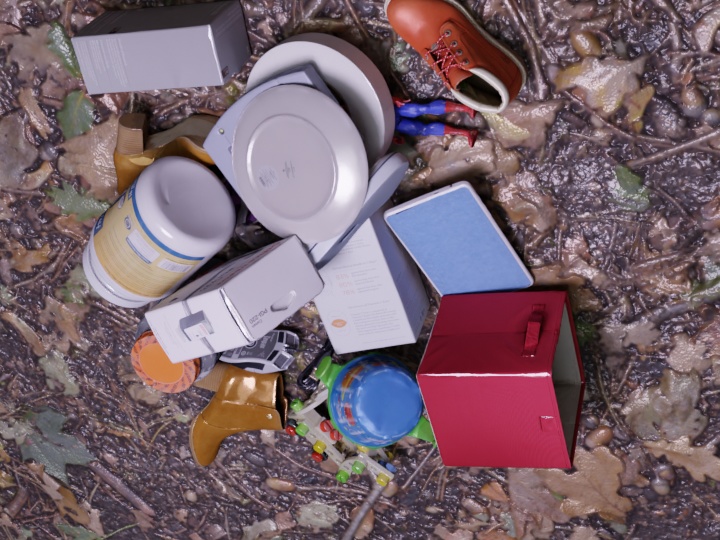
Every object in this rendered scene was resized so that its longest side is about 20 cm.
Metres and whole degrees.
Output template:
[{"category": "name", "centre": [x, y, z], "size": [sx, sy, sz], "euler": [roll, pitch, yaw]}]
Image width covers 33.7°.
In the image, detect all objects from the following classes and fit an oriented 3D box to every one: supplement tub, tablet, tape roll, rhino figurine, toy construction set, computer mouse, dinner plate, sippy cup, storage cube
[{"category": "supplement tub", "centre": [-0.242, 0.078, 1.694], "size": [0.122, 0.200, 0.123], "euler": [8, 124, 13]}, {"category": "tablet", "centre": [0.133, -0.029, 1.593], "size": [0.130, 0.014, 0.200], "euler": [-20, 127, 26]}, {"category": "tape roll", "centre": [-0.053, -0.202, 1.518], "size": [0.202, 0.037, 0.203], "euler": [14, 125, 21]}, {"category": "rhino figurine", "centre": [-0.134, -0.027, 1.633], "size": [0.087, 0.060, 0.200], "euler": [13, 160, 2]}, {"category": "toy construction set", "centre": [-0.036, 0.240, 1.794], "size": [0.131, 0.092, 0.200], "euler": [-13, 110, 52]}, {"category": "computer mouse", "centre": [-0.125, 0.121, 1.760], "size": [0.200, 0.110, 0.044], "euler": [7, 146, 28]}, {"category": "dinner plate", "centre": [-0.082, -0.128, 1.467], "size": [0.200, 0.024, 0.201], "euler": [10, 111, 29]}, {"category": "sippy cup", "centre": [0.029, 0.182, 1.651], "size": [0.177, 0.130, 0.140], "euler": [-4, 87, -10]}, {"category": "supplement tub", "centre": [-0.275, -0.047, 1.604], "size": [0.145, 0.145, 0.200], "euler": [43, 132, -11]}, {"category": "storage cube", "centre": [0.194, 0.149, 1.602], "size": [0.179, 0.171, 0.200], "euler": [-2, 128, 20]}]

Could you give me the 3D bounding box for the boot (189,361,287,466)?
[{"category": "boot", "centre": [-0.186, 0.234, 1.842], "size": [0.144, 0.071, 0.202], "euler": [12, 119, 14]}]

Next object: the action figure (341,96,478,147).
[{"category": "action figure", "centre": [0.049, -0.197, 1.524], "size": [0.200, 0.052, 0.066], "euler": [9, 125, 16]}]

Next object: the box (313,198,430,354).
[{"category": "box", "centre": [0.000, 0.000, 1.629], "size": [0.124, 0.098, 0.200], "euler": [-10, 118, 23]}]

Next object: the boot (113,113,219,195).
[{"category": "boot", "centre": [-0.242, -0.143, 1.649], "size": [0.201, 0.071, 0.144], "euler": [9, 137, 2]}]

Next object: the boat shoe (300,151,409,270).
[{"category": "boat shoe", "centre": [-0.027, -0.092, 1.503], "size": [0.086, 0.075, 0.202], "euler": [48, 120, 10]}]

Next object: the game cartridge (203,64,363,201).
[{"category": "game cartridge", "centre": [-0.105, -0.172, 1.514], "size": [0.200, 0.041, 0.133], "euler": [-29, 106, 36]}]

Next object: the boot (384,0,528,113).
[{"category": "boot", "centre": [0.108, -0.264, 1.426], "size": [0.200, 0.107, 0.075], "euler": [34, 127, -2]}]

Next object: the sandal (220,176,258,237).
[{"category": "sandal", "centre": [-0.190, -0.078, 1.668], "size": [0.202, 0.050, 0.082], "euler": [-31, 116, 30]}]

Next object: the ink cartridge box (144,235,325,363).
[{"category": "ink cartridge box", "centre": [-0.163, 0.039, 1.529], "size": [0.200, 0.146, 0.085], "euler": [-15, 108, 51]}]

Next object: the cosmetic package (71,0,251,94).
[{"category": "cosmetic package", "centre": [-0.253, -0.287, 1.529], "size": [0.200, 0.107, 0.090], "euler": [-4, 119, 18]}]
